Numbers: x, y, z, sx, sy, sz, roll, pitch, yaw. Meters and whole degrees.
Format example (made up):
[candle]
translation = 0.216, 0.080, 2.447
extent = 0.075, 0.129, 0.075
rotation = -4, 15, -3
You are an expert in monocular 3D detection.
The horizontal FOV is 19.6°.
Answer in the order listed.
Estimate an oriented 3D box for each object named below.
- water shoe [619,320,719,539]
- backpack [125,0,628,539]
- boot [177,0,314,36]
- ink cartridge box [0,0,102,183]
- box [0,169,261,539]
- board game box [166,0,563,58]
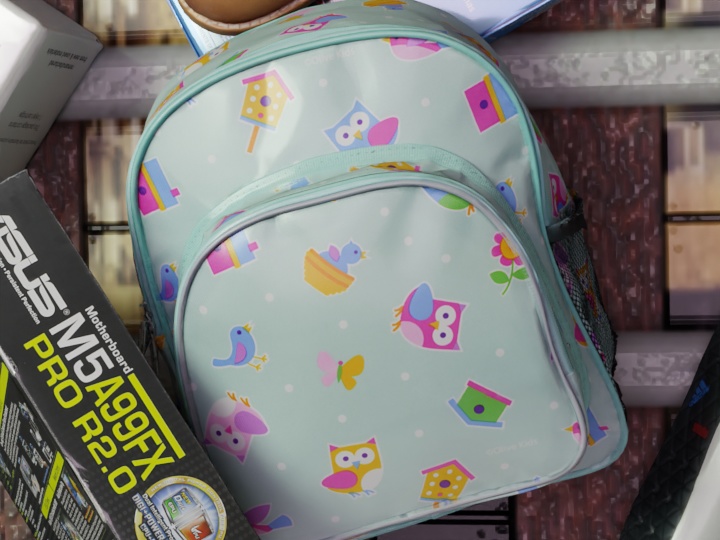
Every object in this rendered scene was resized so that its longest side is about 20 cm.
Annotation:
[water shoe]
translation = 0.175, 0.062, 0.832
extent = 0.079, 0.072, 0.200
rotation = 25, 101, -14
[backpack]
translation = 0.000, 0.000, 0.793
extent = 0.176, 0.153, 0.200
rotation = -16, 99, 8
[boot]
translation = -0.011, -0.172, 0.763
extent = 0.200, 0.155, 0.077
rotation = -41, 86, 9
[ink cartridge box]
translation = -0.229, -0.054, 0.878
extent = 0.145, 0.084, 0.200
rotation = 34, 97, 7
[box]
translation = -0.109, 0.066, 0.801
extent = 0.044, 0.200, 0.160
rotation = -30, 81, -18
[board game box]
translation = 0.010, -0.155, 0.857
extent = 0.200, 0.037, 0.151
rotation = -29, 88, 10
